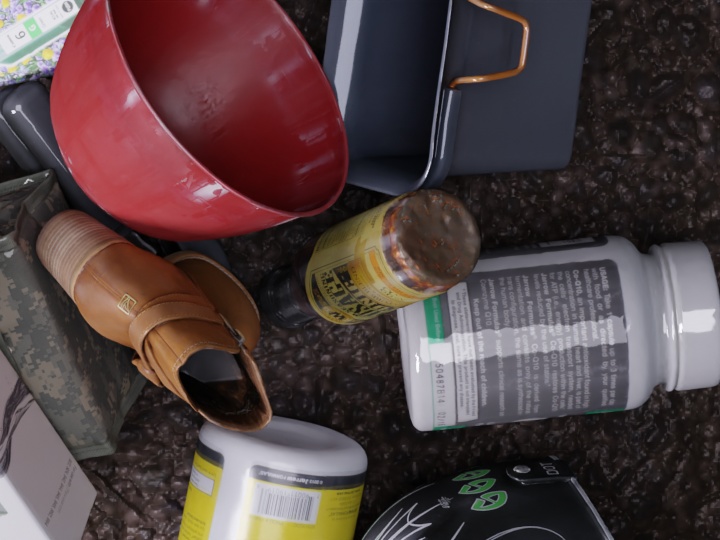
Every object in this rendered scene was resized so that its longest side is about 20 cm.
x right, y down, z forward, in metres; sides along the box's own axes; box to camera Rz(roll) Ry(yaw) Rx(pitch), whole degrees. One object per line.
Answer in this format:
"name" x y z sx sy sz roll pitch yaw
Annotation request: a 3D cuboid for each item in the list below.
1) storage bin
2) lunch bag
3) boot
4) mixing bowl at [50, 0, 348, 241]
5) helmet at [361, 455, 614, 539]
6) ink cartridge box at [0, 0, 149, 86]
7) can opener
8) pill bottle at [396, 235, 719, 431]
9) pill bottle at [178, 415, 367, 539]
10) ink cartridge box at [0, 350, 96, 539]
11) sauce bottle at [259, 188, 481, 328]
"storage bin" 0.073 -0.147 1.475 0.134 0.145 0.201 0 100 -35
"lunch bag" -0.262 0.046 1.489 0.199 0.118 0.165 -13 114 18
"boot" -0.092 0.042 1.427 0.077 0.155 0.200 -50 141 -1
"mixing bowl" -0.112 -0.092 1.431 0.108 0.200 0.200 -35 100 30
"helmet" 0.078 0.228 1.513 0.190 0.200 0.201 -29 99 -4
"ink cartridge box" -0.241 -0.169 1.504 0.199 0.050 0.109 -12 100 -2
"can opener" -0.156 -0.045 1.522 0.067 0.053 0.200 -46 111 -29
"pill bottle" 0.126 0.038 1.524 0.199 0.113 0.114 -6 99 -2
"pill bottle" -0.067 0.200 1.538 0.112 0.112 0.201 11 98 -5
"ink cartridge box" -0.271 0.105 1.407 0.145 0.084 0.200 -23 114 18
"sauce bottle" 0.000 0.000 1.474 0.066 0.200 0.066 7 75 -26
